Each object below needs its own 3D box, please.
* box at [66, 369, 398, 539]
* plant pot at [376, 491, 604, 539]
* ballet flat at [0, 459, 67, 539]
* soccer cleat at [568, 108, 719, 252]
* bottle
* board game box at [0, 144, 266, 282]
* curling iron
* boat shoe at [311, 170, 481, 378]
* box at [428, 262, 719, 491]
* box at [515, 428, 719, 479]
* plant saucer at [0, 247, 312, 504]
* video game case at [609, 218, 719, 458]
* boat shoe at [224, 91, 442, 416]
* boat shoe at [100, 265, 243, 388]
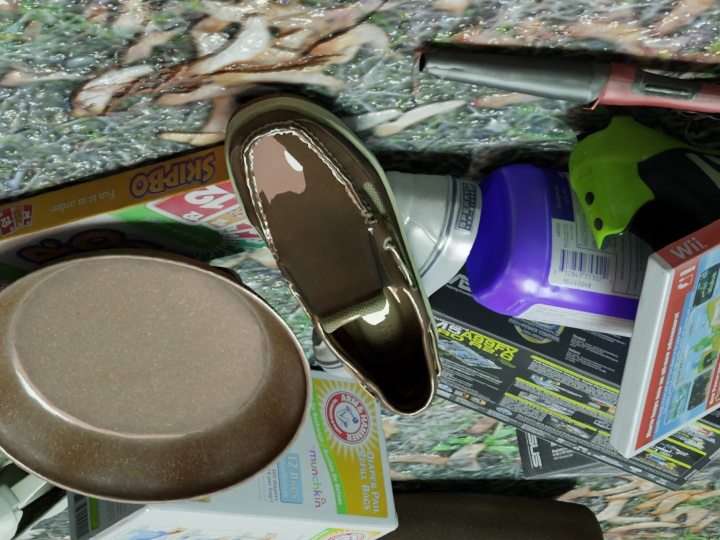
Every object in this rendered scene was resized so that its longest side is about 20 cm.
[{"bbox_3d":[-0.087,0.128,1.622,0.199,0.113,0.101,9,153,-35],"label":"box"},{"bbox_3d":[0.062,0.249,1.922,0.199,0.188,0.187,17,152,-16],"label":"plant pot"},{"bbox_3d":[-0.243,0.157,1.653,0.069,0.070,0.200,-18,-172,29],"label":"ballet flat"},{"bbox_3d":[0.198,-0.032,1.327,0.199,0.082,0.067,6,152,-30],"label":"soccer cleat"},{"bbox_3d":[0.157,-0.005,1.368,0.199,0.084,0.065,9,154,-23],"label":"bottle"},{"bbox_3d":[-0.126,-0.024,1.345,0.199,0.030,0.095,-11,158,20],"label":"board game box"},{"bbox_3d":[0.120,-0.089,1.240,0.199,0.026,0.050,6,153,-27],"label":"curling iron"},{"bbox_3d":[0.000,0.000,1.389,0.069,0.071,0.200,15,153,-15],"label":"boat shoe"},{"bbox_3d":[0.123,0.061,1.461,0.199,0.045,0.160,22,161,0],"label":"box"},{"bbox_3d":[0.226,0.105,1.676,0.158,0.049,0.199,-18,166,38],"label":"box"},{"bbox_3d":[-0.125,0.053,1.378,0.199,0.037,0.201,1,134,1],"label":"plant saucer"},{"bbox_3d":[0.222,0.009,1.322,0.199,0.017,0.144,-26,142,-29],"label":"video game case"},{"bbox_3d":[-0.005,-0.003,1.268,0.074,0.075,0.203,-27,129,10],"label":"boat shoe"},{"bbox_3d":[-0.155,0.038,1.441,0.199,0.072,0.062,-16,154,35],"label":"boat shoe"}]
